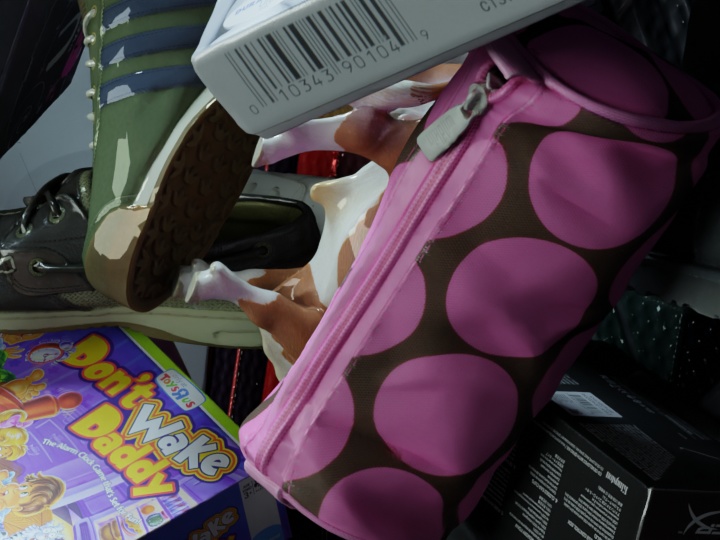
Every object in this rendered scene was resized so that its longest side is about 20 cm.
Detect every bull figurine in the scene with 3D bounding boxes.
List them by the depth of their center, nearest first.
[{"bbox_3d":[0.000,0.000,0.918,0.065,0.121,0.200,-98,30,-64],"label":"bull figurine"}]

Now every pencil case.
[{"bbox_3d":[0.031,0.005,0.785,0.091,0.094,0.200,44,121,28],"label":"pencil case"}]

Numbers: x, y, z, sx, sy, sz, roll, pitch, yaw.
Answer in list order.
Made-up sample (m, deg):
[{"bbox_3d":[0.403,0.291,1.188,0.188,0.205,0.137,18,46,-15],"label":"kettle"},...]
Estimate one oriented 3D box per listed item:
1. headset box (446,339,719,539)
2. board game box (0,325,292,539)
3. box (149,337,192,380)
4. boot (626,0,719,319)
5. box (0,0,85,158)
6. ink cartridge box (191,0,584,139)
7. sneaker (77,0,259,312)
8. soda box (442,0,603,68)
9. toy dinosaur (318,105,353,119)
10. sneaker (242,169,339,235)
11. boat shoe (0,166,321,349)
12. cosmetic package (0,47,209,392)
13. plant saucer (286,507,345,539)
[{"bbox_3d":[0.070,0.140,0.857,0.149,0.077,0.200,37,119,59],"label":"headset box"},{"bbox_3d":[-0.140,0.075,1.000,0.200,0.134,0.045,40,149,43],"label":"board game box"},{"bbox_3d":[-0.098,0.145,1.083,0.200,0.097,0.176,-122,19,-48],"label":"box"},{"bbox_3d":[0.120,-0.092,0.808,0.165,0.066,0.200,17,104,53],"label":"boot"},{"bbox_3d":[-0.165,-0.154,1.026,0.200,0.115,0.132,-63,-3,35],"label":"box"},{"bbox_3d":[0.056,-0.145,0.754,0.198,0.043,0.200,-22,31,30],"label":"ink cartridge box"},{"bbox_3d":[-0.079,-0.088,0.965,0.090,0.067,0.200,23,85,23],"label":"sneaker"},{"bbox_3d":[0.017,-0.174,0.920,0.068,0.063,0.200,-20,95,40],"label":"soda box"},{"bbox_3d":[0.020,-0.064,1.015,0.200,0.060,0.106,34,121,50],"label":"toy dinosaur"},{"bbox_3d":[-0.059,-0.011,1.092,0.200,0.100,0.075,3,80,56],"label":"sneaker"},{"bbox_3d":[-0.113,-0.013,1.009,0.072,0.200,0.066,-79,-6,-60],"label":"boat shoe"},{"bbox_3d":[-0.185,-0.034,1.233,0.123,0.200,0.200,11,95,62],"label":"cosmetic package"},{"bbox_3d":[0.008,0.115,1.025,0.200,0.034,0.201,-16,71,59],"label":"plant saucer"}]
